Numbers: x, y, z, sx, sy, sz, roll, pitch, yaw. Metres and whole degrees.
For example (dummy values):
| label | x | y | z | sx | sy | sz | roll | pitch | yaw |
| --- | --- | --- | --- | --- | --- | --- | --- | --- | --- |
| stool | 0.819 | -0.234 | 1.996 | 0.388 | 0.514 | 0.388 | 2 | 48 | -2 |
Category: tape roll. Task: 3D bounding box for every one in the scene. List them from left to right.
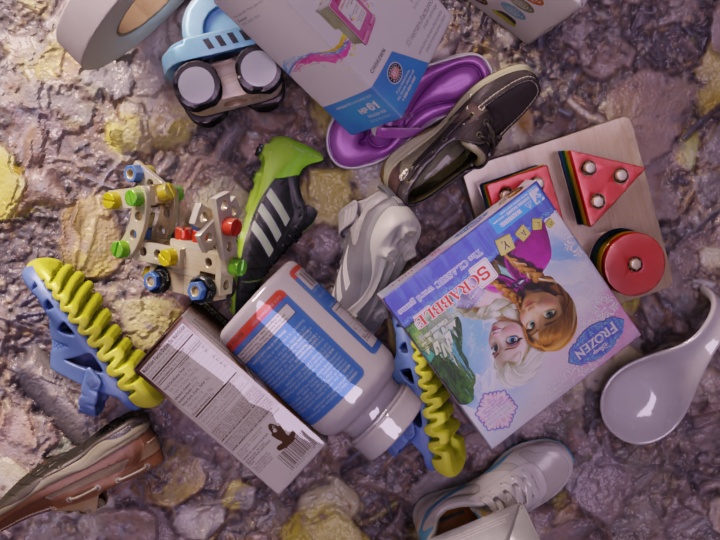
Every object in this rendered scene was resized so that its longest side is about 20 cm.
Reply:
| label | x | y | z | sx | sy | sz | roll | pitch | yaw |
| --- | --- | --- | --- | --- | --- | --- | --- | --- | --- |
| tape roll | -0.206 | -0.276 | 0.842 | 0.037 | 0.203 | 0.203 | 44 | 93 | -9 |

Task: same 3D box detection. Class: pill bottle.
| label | x | y | z | sx | sy | sz | roll | pitch | yaw |
| --- | --- | --- | --- | --- | --- | --- | --- | --- | --- |
| pill bottle | -0.036 | 0.096 | 0.894 | 0.200 | 0.112 | 0.112 | 44 | 93 | -1 |

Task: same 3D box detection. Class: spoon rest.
| label | x | y | z | sx | sy | sz | roll | pitch | yaw |
| --- | --- | --- | --- | --- | --- | --- | --- | --- | --- |
| spoon rest | 0.351 | 0.109 | 0.996 | 0.099 | 0.061 | 0.200 | 36 | 93 | -7 |

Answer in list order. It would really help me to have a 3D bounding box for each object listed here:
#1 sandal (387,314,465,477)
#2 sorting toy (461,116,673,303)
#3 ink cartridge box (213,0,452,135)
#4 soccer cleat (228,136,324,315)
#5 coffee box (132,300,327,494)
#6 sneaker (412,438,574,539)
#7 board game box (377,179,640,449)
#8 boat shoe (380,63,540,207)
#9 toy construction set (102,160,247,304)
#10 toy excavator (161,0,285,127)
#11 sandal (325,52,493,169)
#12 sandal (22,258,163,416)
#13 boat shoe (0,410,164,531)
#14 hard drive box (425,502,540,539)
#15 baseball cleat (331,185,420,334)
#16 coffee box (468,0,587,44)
| label | x | y | z | sx | sy | sz | roll | pitch | yaw |
| --- | --- | --- | --- | --- | --- | --- | --- | --- | --- |
| sandal | 0.055 | 0.133 | 0.975 | 0.087 | 0.079 | 0.202 | -9 | 89 | 26 |
| sorting toy | 0.235 | -0.045 | 0.964 | 0.198 | 0.070 | 0.201 | -18 | 98 | -1 |
| ink cartridge box | -0.022 | -0.256 | 0.855 | 0.200 | 0.084 | 0.145 | 40 | 63 | -28 |
| soccer cleat | -0.093 | -0.043 | 0.948 | 0.081 | 0.068 | 0.201 | 15 | 94 | -11 |
| coffee box | -0.132 | 0.129 | 0.941 | 0.200 | 0.114 | 0.080 | 43 | 95 | -6 |
| sneaker | 0.157 | 0.261 | 0.992 | 0.199 | 0.081 | 0.077 | -29 | 96 | -1 |
| board game box | 0.154 | 0.046 | 0.910 | 0.200 | 0.041 | 0.200 | -38 | 99 | -1 |
| boat shoe | 0.115 | -0.137 | 0.936 | 0.200 | 0.066 | 0.072 | -36 | 137 | 6 |
| toy construction set | -0.180 | -0.038 | 0.896 | 0.092 | 0.199 | 0.132 | -4 | 103 | -45 |
| toy excavator | -0.119 | -0.271 | 0.908 | 0.193 | 0.100 | 0.201 | -15 | 89 | -3 |
| sandal | 0.051 | -0.179 | 0.945 | 0.202 | 0.050 | 0.083 | -30 | 98 | 1 |
| sandal | -0.300 | 0.079 | 0.938 | 0.087 | 0.080 | 0.201 | -33 | 95 | 10 |
| boat shoe | -0.307 | 0.234 | 0.964 | 0.199 | 0.076 | 0.074 | -31 | 101 | 1 |
| hard drive box | 0.133 | 0.362 | 0.959 | 0.155 | 0.077 | 0.201 | -21 | 132 | 0 |
| baseball cleat | 0.000 | 0.000 | 0.962 | 0.069 | 0.107 | 0.201 | 6 | 126 | -40 |
| coffee box | 0.165 | -0.374 | 0.854 | 0.199 | 0.198 | 0.201 | 34 | 92 | -6 |
